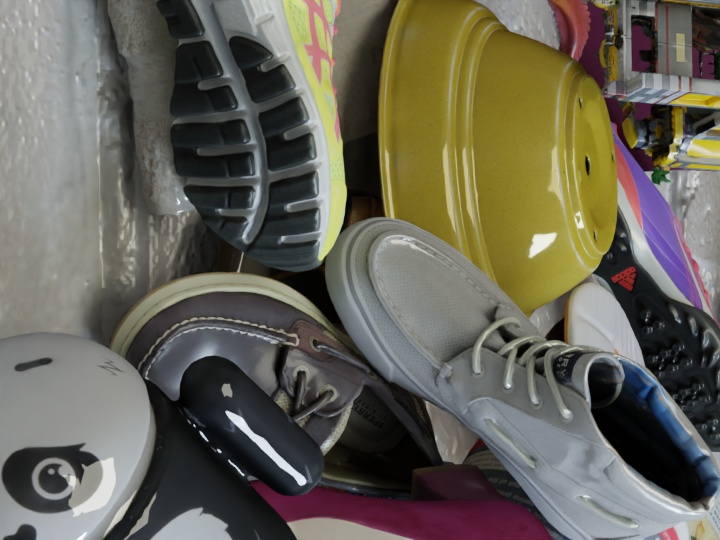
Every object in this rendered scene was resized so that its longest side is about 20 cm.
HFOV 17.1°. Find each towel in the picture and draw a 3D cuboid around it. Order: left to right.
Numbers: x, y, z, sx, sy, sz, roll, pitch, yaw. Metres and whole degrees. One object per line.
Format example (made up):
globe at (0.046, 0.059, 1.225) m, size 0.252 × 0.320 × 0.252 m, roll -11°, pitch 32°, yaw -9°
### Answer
towel at (-0.045, -0.113, 1.113) m, size 0.200 × 0.034 × 0.133 m, roll -26°, pitch 109°, yaw -50°

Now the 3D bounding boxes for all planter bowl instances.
planter bowl at (0.079, -0.049, 1.194) m, size 0.200 × 0.083 × 0.201 m, roll -4°, pitch 90°, yaw -72°

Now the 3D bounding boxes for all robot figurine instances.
robot figurine at (-0.100, 0.114, 0.951) m, size 0.200 × 0.125 × 0.150 m, roll 50°, pitch 53°, yaw -34°

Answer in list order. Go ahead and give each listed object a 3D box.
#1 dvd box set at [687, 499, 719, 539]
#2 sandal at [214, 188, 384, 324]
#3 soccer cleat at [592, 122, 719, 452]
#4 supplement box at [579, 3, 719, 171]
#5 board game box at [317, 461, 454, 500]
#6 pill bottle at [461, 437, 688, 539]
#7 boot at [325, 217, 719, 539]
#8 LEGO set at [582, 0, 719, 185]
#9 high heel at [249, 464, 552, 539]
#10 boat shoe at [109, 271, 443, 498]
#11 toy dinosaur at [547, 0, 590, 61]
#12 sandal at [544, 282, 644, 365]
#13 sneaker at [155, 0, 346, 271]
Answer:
dvd box set at (0.144, 0.150, 1.339) m, size 0.146 × 0.029 × 0.200 m, roll 60°, pitch 41°, yaw -13°
sandal at (0.000, 0.000, 1.155) m, size 0.200 × 0.055 × 0.082 m, roll 14°, pitch 80°, yaw -54°
soccer cleat at (0.166, 0.006, 1.337) m, size 0.200 × 0.068 × 0.073 m, roll 57°, pitch 41°, yaw -4°
supplement box at (0.212, -0.149, 1.406) m, size 0.200 × 0.103 × 0.131 m, roll -34°, pitch 117°, yaw -49°
board game box at (0.005, 0.192, 1.192) m, size 0.103 × 0.019 × 0.200 m, roll 12°, pitch 81°, yaw -54°
pill bottle at (0.063, 0.178, 1.150) m, size 0.200 × 0.120 × 0.120 m, roll -53°, pitch 131°, yaw -31°
boot at (0.078, 0.042, 1.076) m, size 0.200 × 0.096 × 0.074 m, roll 43°, pitch 61°, yaw -10°
LEGO set at (0.152, -0.145, 1.206) m, size 0.116 × 0.154 × 0.200 m, roll 4°, pitch 88°, yaw -18°
high heel at (-0.008, 0.136, 1.053) m, size 0.200 × 0.096 × 0.067 m, roll -15°, pitch 123°, yaw -20°
boat shoe at (-0.028, 0.058, 1.085) m, size 0.072 × 0.065 × 0.200 m, roll -48°, pitch 140°, yaw 12°
toy dinosaur at (0.073, -0.186, 1.171) m, size 0.200 × 0.105 × 0.181 m, roll 59°, pitch 20°, yaw -6°
sandal at (0.126, 0.088, 1.279) m, size 0.207 × 0.059 × 0.079 m, roll 60°, pitch 33°, yaw -48°
sneaker at (-0.036, -0.099, 1.034) m, size 0.090 × 0.078 × 0.200 m, roll -29°, pitch 112°, yaw -51°
